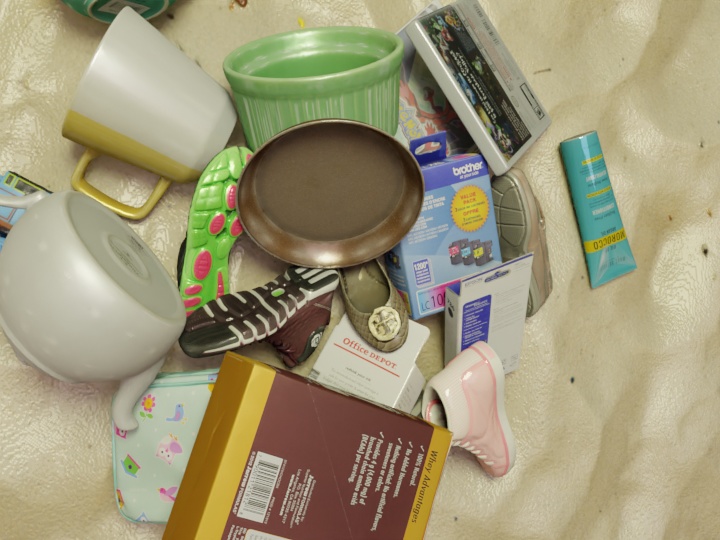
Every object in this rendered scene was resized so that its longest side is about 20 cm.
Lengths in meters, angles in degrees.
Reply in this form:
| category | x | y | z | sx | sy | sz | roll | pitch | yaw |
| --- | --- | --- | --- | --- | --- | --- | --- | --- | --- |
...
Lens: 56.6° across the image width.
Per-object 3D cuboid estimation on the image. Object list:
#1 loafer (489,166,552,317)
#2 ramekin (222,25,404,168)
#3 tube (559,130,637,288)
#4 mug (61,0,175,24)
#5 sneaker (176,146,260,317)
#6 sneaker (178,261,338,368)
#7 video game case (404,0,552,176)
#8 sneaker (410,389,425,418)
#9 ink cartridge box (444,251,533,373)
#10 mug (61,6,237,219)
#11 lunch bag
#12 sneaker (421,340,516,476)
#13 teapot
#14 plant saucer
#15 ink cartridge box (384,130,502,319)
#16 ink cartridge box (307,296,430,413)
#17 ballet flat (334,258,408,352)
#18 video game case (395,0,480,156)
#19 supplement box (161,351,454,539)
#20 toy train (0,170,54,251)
| category | x | y | z | sx | sy | sz | roll | pitch | yaw |
| --- | --- | --- | --- | --- | --- | --- | --- | --- | --- |
| loafer | 0.208 | -0.041 | 0.857 | 0.062 | 0.071 | 0.205 | -30 | 120 | -30 |
| ramekin | -0.046 | -0.193 | 0.738 | 0.195 | 0.201 | 0.100 | -16 | 124 | -14 |
| tube | 0.322 | -0.085 | 0.916 | 0.076 | 0.050 | 0.205 | -19 | 99 | -7 |
| mug | -0.243 | -0.338 | 0.711 | 0.180 | 0.152 | 0.118 | -13 | 91 | -14 |
| sneaker | -0.168 | -0.043 | 0.740 | 0.075 | 0.084 | 0.204 | 11 | 108 | -34 |
| sneaker | -0.104 | 0.077 | 0.753 | 0.197 | 0.075 | 0.118 | -24 | 133 | -29 |
| video game case | 0.153 | -0.236 | 0.831 | 0.202 | 0.023 | 0.182 | 56 | 42 | -7 |
| sneaker | 0.032 | 0.246 | 0.822 | 0.200 | 0.075 | 0.107 | -47 | 110 | -10 |
| ink cartridge box | 0.151 | 0.059 | 0.807 | 0.097 | 0.039 | 0.203 | -18 | 134 | -15 |
| mug | -0.228 | -0.165 | 0.739 | 0.151 | 0.186 | 0.152 | 28 | 49 | -21 |
| lunch bag | -0.169 | 0.183 | 0.720 | 0.194 | 0.077 | 0.165 | -6 | 86 | 17 |
| sneaker | 0.126 | 0.189 | 0.808 | 0.103 | 0.075 | 0.204 | -29 | 125 | -21 |
| teapot | -0.277 | 0.032 | 0.643 | 0.145 | 0.197 | 0.201 | -38 | 64 | 3 |
| plant saucer | -0.031 | -0.080 | 0.694 | 0.194 | 0.202 | 0.033 | 5 | 48 | -14 |
| ink cartridge box | 0.092 | -0.061 | 0.816 | 0.133 | 0.076 | 0.206 | -16 | 102 | -17 |
| ink cartridge box | -0.002 | 0.147 | 0.773 | 0.114 | 0.067 | 0.203 | 22 | 72 | 27 |
| ballet flat | 0.000 | 0.000 | 0.777 | 0.066 | 0.047 | 0.204 | -22 | 64 | 1 |
| video game case | 0.094 | -0.214 | 0.865 | 0.182 | 0.023 | 0.201 | -42 | 99 | -12 |
| supplement box | -0.052 | 0.204 | 0.606 | 0.196 | 0.132 | 0.202 | 22 | 80 | -20 |
| toy train | -0.408 | -0.062 | 0.699 | 0.197 | 0.087 | 0.117 | 28 | 73 | -12 |
